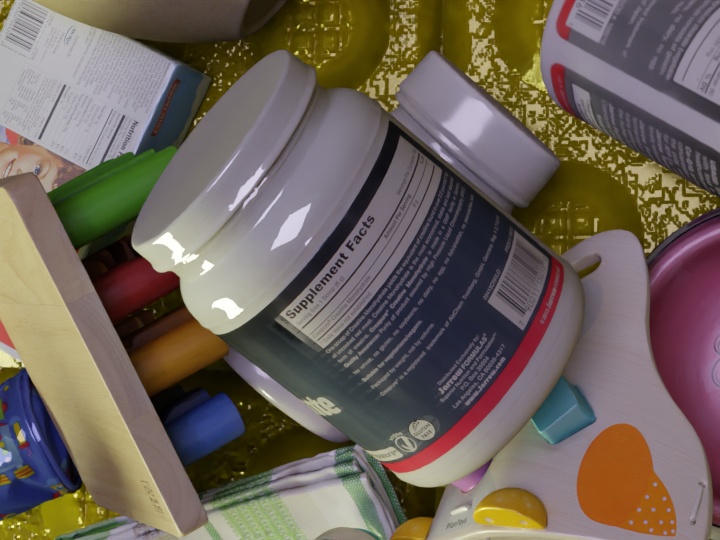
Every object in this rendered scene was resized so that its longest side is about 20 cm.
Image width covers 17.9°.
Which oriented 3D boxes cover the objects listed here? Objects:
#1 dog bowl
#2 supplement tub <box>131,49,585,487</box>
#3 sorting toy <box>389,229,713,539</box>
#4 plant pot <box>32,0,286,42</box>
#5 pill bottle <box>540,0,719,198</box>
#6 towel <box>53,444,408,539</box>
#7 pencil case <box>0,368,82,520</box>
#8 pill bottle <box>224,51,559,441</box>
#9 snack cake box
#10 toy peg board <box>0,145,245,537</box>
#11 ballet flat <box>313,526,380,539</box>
[{"bbox_3d":[0.224,0.055,1.243,0.199,0.074,0.202,-1,85,16],"label":"dog bowl"},{"bbox_3d":[0.000,0.000,1.142,0.200,0.140,0.141,39,97,-16],"label":"supplement tub"},{"bbox_3d":[0.101,0.073,1.227,0.106,0.200,0.181,21,66,-20],"label":"sorting toy"},{"bbox_3d":[-0.093,-0.208,1.299,0.134,0.200,0.201,36,96,6],"label":"plant pot"},{"bbox_3d":[0.202,-0.097,1.210,0.200,0.114,0.114,34,96,36],"label":"pill bottle"},{"bbox_3d":[-0.059,0.186,1.297,0.199,0.031,0.150,-19,117,14],"label":"towel"},{"bbox_3d":[-0.261,0.131,1.375,0.199,0.087,0.078,-24,54,12],"label":"pencil case"},{"bbox_3d":[0.013,-0.014,1.281,0.114,0.114,0.200,42,98,15],"label":"pill bottle"},{"bbox_3d":[-0.187,-0.054,1.374,0.115,0.067,0.201,27,94,14],"label":"snack cake box"},{"bbox_3d":[-0.126,0.026,1.247,0.097,0.200,0.200,-29,99,-17],"label":"toy peg board"},{"bbox_3d":[0.017,0.235,1.252,0.069,0.070,0.201,-25,107,13],"label":"ballet flat"}]
